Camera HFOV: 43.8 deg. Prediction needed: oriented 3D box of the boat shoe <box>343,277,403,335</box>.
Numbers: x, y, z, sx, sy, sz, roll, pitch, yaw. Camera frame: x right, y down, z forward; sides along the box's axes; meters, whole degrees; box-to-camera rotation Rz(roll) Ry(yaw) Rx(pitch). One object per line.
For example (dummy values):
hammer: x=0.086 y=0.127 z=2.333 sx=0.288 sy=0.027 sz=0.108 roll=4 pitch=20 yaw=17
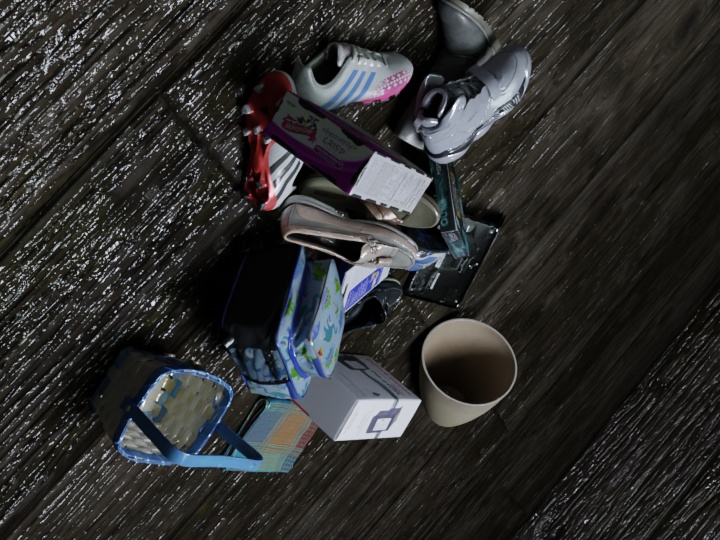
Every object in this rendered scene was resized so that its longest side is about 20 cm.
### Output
boat shoe: x=0.012 y=0.065 z=1.472 sx=0.199 sy=0.066 sz=0.075 roll=-11 pitch=129 yaw=-47

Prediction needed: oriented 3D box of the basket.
basket: x=-0.236 y=0.190 z=1.147 sx=0.139 sy=0.200 sz=0.176 roll=-55 pitch=149 yaw=4

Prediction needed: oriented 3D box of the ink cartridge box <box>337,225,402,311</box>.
ink cartridge box: x=0.000 y=0.000 z=1.371 sx=0.200 sy=0.037 sz=0.095 roll=-42 pitch=154 yaw=-56

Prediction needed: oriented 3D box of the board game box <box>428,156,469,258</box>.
board game box: x=0.137 y=-0.103 z=1.378 sx=0.028 sy=0.136 sz=0.200 roll=-9 pitch=168 yaw=10

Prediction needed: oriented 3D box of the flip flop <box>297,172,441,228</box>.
flip flop: x=0.011 y=-0.085 z=1.228 sx=0.081 sy=0.199 sz=0.058 roll=116 pitch=-16 yaw=-58

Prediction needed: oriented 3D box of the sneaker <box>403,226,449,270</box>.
sneaker: x=0.095 y=-0.030 z=1.441 sx=0.077 sy=0.076 sz=0.200 roll=-49 pitch=171 yaw=13

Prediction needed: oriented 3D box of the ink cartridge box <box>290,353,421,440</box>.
ink cartridge box: x=-0.014 y=0.209 z=1.505 sx=0.200 sy=0.145 sz=0.085 roll=13 pitch=111 yaw=-56

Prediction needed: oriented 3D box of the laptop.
laptop: x=0.174 y=-0.031 z=1.643 sx=0.199 sy=0.103 sz=0.178 roll=15 pitch=111 yaw=-29

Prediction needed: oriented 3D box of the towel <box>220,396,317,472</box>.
towel: x=-0.144 y=0.284 z=1.529 sx=0.147 sy=0.022 sz=0.200 roll=-56 pitch=148 yaw=7

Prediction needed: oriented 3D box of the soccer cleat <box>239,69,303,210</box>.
soccer cleat: x=-0.101 y=-0.164 z=1.115 sx=0.085 sy=0.068 sz=0.201 roll=-35 pitch=148 yaw=-41

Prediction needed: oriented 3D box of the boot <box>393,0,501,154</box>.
boot: x=0.108 y=-0.275 z=1.279 sx=0.200 sy=0.073 sz=0.182 roll=-50 pitch=147 yaw=8

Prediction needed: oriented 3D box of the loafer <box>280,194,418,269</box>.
loafer: x=-0.017 y=-0.035 z=1.197 sx=0.199 sy=0.063 sz=0.072 roll=21 pitch=138 yaw=-17

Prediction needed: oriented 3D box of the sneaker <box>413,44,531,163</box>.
sneaker: x=0.151 y=-0.243 z=1.227 sx=0.200 sy=0.075 sz=0.115 roll=-47 pitch=152 yaw=5

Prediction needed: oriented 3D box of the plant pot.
plant pot: x=0.191 y=0.227 z=1.781 sx=0.187 sy=0.187 sz=0.200 roll=-33 pitch=157 yaw=-29

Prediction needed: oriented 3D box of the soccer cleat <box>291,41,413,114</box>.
soccer cleat: x=-0.005 y=-0.255 z=1.138 sx=0.200 sy=0.070 sz=0.087 roll=-28 pitch=141 yaw=-33

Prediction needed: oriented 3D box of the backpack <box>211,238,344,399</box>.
backpack: x=-0.100 y=0.079 z=1.229 sx=0.200 sy=0.146 sz=0.184 roll=84 pitch=15 yaw=-55

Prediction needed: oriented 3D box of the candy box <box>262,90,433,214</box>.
candy box: x=-0.009 y=-0.137 z=1.075 sx=0.061 sy=0.136 sz=0.200 roll=-56 pitch=160 yaw=10
